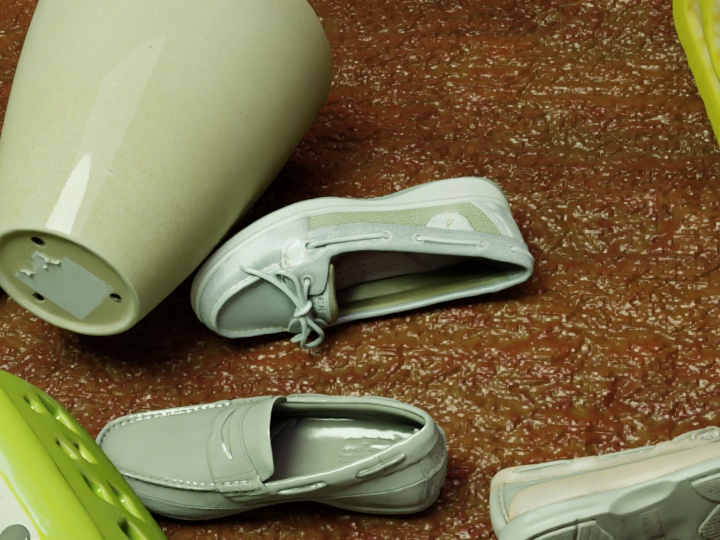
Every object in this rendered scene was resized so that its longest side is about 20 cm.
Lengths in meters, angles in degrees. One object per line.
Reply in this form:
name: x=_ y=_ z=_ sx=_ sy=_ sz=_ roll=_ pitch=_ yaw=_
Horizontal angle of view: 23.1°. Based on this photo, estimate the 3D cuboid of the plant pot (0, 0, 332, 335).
plant pot: x=-0.133 y=-0.068 z=1.022 sx=0.185 sy=0.188 sz=0.201 roll=11 pitch=54 yaw=14

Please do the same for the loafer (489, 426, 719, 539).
loafer: x=0.165 y=0.110 z=0.931 sx=0.198 sy=0.072 sz=0.063 roll=-13 pitch=44 yaw=-1

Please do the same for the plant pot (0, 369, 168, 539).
plant pot: x=-0.201 y=0.156 z=0.835 sx=0.199 sy=0.182 sz=0.199 roll=-37 pitch=57 yaw=-7

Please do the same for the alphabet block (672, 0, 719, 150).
alphabet block: x=0.311 y=-0.172 z=1.060 sx=0.198 sy=0.196 sz=0.198 roll=-10 pitch=49 yaw=-1

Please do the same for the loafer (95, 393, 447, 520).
loafer: x=-0.052 y=0.094 z=0.960 sx=0.198 sy=0.070 sz=0.070 roll=-2 pitch=52 yaw=4

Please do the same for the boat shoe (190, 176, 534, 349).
boat shoe: x=0.001 y=0.001 z=1.030 sx=0.200 sy=0.075 sz=0.065 roll=-12 pitch=47 yaw=-13
